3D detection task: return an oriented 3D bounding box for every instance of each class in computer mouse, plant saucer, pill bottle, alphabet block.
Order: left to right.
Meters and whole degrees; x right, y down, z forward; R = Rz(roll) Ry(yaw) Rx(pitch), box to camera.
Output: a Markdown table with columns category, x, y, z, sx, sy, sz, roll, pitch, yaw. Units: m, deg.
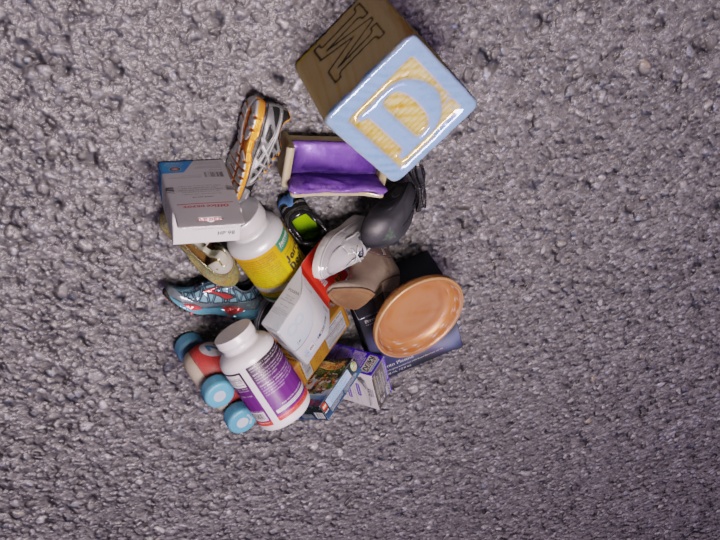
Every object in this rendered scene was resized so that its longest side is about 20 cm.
| category | x | y | z | sx | sy | sz | roll | pitch | yaw |
| --- | --- | --- | --- | --- | --- | --- | --- | --- | --- |
| pill bottle | -0.185 | 0.191 | 1.673 | 0.112 | 0.112 | 0.200 | -29 | 110 | 2 |
| pill bottle | -0.178 | -0.040 | 1.674 | 0.113 | 0.113 | 0.200 | -30 | 132 | 3 |
| alphabet block | 0.039 | -0.306 | 1.490 | 0.196 | 0.200 | 0.195 | -41 | 131 | 13 |
| computer mouse | 0.075 | -0.113 | 1.690 | 0.200 | 0.053 | 0.139 | -48 | 145 | -30 |
| plant saucer | 0.109 | 0.084 | 1.766 | 0.200 | 0.037 | 0.200 | -20 | 135 | -21 |

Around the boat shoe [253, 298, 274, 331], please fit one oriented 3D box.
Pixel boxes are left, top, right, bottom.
| category | x | y | z | sx | sy | sz | roll | pitch | yaw |
| --- | --- | --- | --- | --- | --- | --- | --- | --- | --- |
| boat shoe | -0.141 | 0.069 | 1.806 | 0.072 | 0.068 | 0.200 | 29 | 112 | -37 |

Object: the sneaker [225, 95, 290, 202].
| category | x | y | z | sx | sy | sz | roll | pitch | yaw |
| --- | --- | --- | --- | --- | --- | --- | --- | --- | --- |
| sneaker | -0.179 | -0.205 | 1.569 | 0.077 | 0.078 | 0.200 | 0 | 128 | -34 |

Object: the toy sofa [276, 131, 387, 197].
| category | x | y | z | sx | sy | sz | roll | pitch | yaw |
| --- | --- | --- | --- | --- | --- | --- | --- | --- | --- |
| toy sofa | -0.044 | -0.191 | 1.618 | 0.200 | 0.098 | 0.083 | -1 | 128 | -20 |

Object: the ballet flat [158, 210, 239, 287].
| category | x | y | z | sx | sy | sz | roll | pitch | yaw |
| --- | --- | --- | --- | --- | --- | --- | --- | --- | --- |
| ballet flat | -0.281 | -0.040 | 1.635 | 0.071 | 0.071 | 0.200 | -38 | 118 | 10 |

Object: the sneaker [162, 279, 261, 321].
| category | x | y | z | sx | sy | sz | roll | pitch | yaw |
| --- | --- | --- | --- | --- | --- | --- | --- | --- | --- |
| sneaker | -0.282 | 0.034 | 1.732 | 0.200 | 0.079 | 0.096 | 10 | 106 | -33 |

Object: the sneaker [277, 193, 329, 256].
| category | x | y | z | sx | sy | sz | roll | pitch | yaw |
| --- | --- | --- | --- | --- | --- | --- | --- | --- | --- |
| sneaker | -0.093 | -0.061 | 1.712 | 0.071 | 0.083 | 0.200 | -31 | 133 | 4 |

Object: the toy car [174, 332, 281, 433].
| category | x | y | z | sx | sy | sz | roll | pitch | yaw |
| --- | --- | --- | --- | --- | --- | --- | --- | --- | --- |
| toy car | -0.234 | 0.180 | 1.796 | 0.200 | 0.184 | 0.177 | -37 | 132 | -8 |

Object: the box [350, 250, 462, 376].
| category | x | y | z | sx | sy | sz | roll | pitch | yaw |
| --- | --- | --- | --- | --- | --- | --- | --- | --- | --- |
| box | 0.089 | 0.097 | 1.889 | 0.200 | 0.123 | 0.199 | -23 | 131 | -4 |

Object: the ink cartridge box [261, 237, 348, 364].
| category | x | y | z | sx | sy | sz | roll | pitch | yaw |
| --- | --- | --- | --- | --- | --- | --- | --- | --- | --- |
| ink cartridge box | -0.087 | 0.061 | 1.698 | 0.200 | 0.047 | 0.160 | -55 | 150 | -13 |

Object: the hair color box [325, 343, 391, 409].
| category | x | y | z | sx | sy | sz | roll | pitch | yaw |
| --- | --- | --- | --- | --- | --- | --- | --- | --- | --- |
| hair color box | -0.041 | 0.211 | 1.887 | 0.065 | 0.200 | 0.109 | -53 | 145 | -36 |

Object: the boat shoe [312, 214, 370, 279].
| category | x | y | z | sx | sy | sz | roll | pitch | yaw |
| --- | --- | --- | --- | --- | --- | --- | --- | --- | --- |
| boat shoe | -0.020 | -0.041 | 1.692 | 0.200 | 0.068 | 0.072 | -39 | 135 | -53 |

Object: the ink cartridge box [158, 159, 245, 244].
| category | x | y | z | sx | sy | sz | roll | pitch | yaw |
| --- | --- | --- | --- | --- | --- | --- | --- | --- | --- |
| ink cartridge box | -0.270 | -0.107 | 1.523 | 0.116 | 0.200 | 0.067 | -5 | 129 | -19 |

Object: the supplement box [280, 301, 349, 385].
| category | x | y | z | sx | sy | sz | roll | pitch | yaw |
| --- | --- | --- | --- | --- | --- | --- | --- | --- | --- |
| supplement box | -0.103 | 0.148 | 1.815 | 0.200 | 0.066 | 0.069 | -52 | 140 | -36 |

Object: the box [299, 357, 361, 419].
| category | x | y | z | sx | sy | sz | roll | pitch | yaw |
| --- | --- | --- | --- | --- | --- | --- | --- | --- | --- |
| box | -0.110 | 0.237 | 1.804 | 0.200 | 0.137 | 0.038 | -8 | 124 | 41 |

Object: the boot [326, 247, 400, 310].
| category | x | y | z | sx | sy | sz | roll | pitch | yaw |
| --- | --- | --- | --- | --- | --- | --- | --- | --- | --- |
| boot | 0.000 | 0.000 | 1.754 | 0.070 | 0.146 | 0.200 | -32 | 148 | 34 |
